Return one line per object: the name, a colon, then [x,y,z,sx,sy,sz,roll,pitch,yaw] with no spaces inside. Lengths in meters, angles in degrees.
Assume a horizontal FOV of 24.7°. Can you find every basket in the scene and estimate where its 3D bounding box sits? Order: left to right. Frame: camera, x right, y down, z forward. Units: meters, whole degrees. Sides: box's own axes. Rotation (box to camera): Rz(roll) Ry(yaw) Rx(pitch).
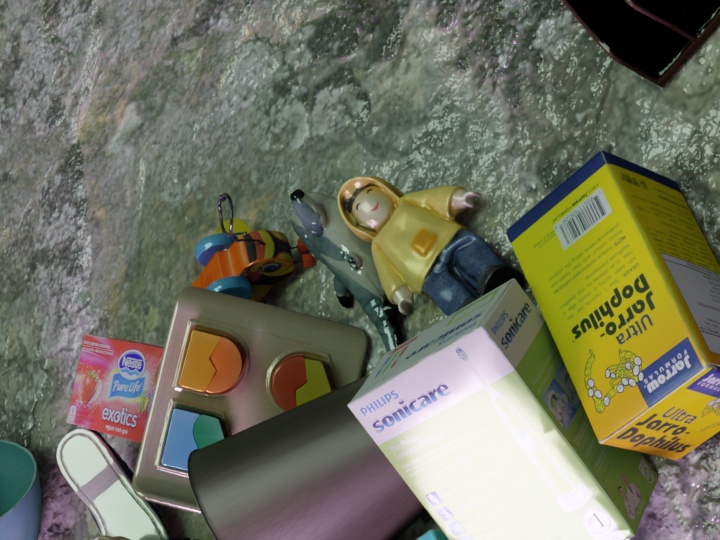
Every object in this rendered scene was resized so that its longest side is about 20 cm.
basket: [-0.018,0.177,1.413,0.199,0.181,0.136,-34,11,14]

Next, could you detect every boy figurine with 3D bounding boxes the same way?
boy figurine: [0.057,-0.027,1.455,0.200,0.064,0.125,42,100,35]

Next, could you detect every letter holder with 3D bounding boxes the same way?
letter holder: [0.190,-0.267,1.342,0.101,0.141,0.201,-48,51,23]

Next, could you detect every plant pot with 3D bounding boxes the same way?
plant pot: [-0.433,0.295,1.795,0.199,0.199,0.136,19,129,45]

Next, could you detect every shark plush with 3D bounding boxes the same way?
shark plush: [0.000,0.000,1.541,0.200,0.090,0.084,51,136,17]

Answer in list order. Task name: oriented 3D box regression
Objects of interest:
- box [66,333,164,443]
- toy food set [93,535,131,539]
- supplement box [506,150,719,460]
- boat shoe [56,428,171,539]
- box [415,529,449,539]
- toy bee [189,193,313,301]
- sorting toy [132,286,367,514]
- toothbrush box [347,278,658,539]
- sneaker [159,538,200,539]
box: [-0.193,0.126,1.636,0.199,0.102,0.096,6,83,50]
toy food set: [-0.190,0.331,1.544,0.198,0.049,0.200,51,155,-1]
supplement box: [0.214,0.028,1.263,0.109,0.108,0.201,-41,54,29]
boat shoe: [-0.240,0.250,1.674,0.075,0.062,0.201,-40,76,5]
box: [0.026,0.291,1.397,0.200,0.082,0.050,-41,55,30]
toy bee: [-0.103,0.004,1.604,0.200,0.108,0.133,154,112,-65]
sorting toy: [-0.101,0.131,1.515,0.036,0.183,0.202,127,157,-85]
toothbrush box: [0.112,0.133,1.279,0.145,0.086,0.201,-33,100,34]
sneaker: [-0.146,0.309,1.556,0.198,0.075,0.089,6,92,36]
